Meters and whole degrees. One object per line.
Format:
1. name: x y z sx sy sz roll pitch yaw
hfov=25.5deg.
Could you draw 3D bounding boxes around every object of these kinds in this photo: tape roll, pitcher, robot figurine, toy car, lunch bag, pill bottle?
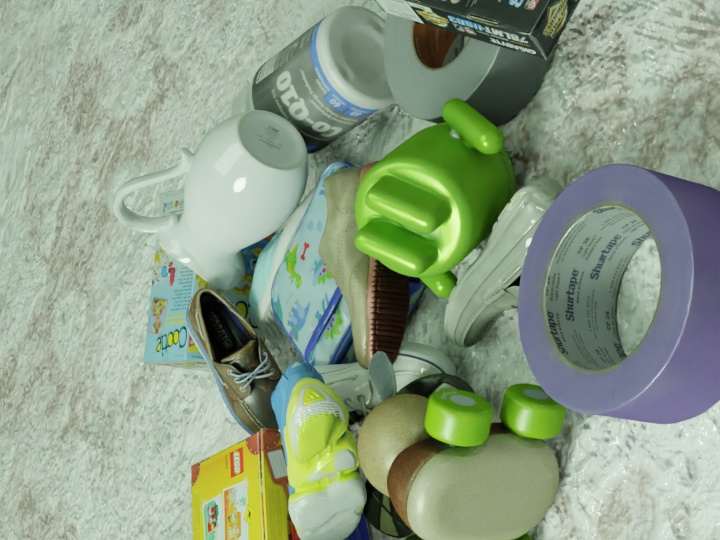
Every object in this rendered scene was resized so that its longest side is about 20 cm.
1. tape roll: 0.222 0.020 1.280 0.200 0.085 0.202 -21 64 52
2. pitcher: -0.158 -0.085 1.684 0.200 0.171 0.122 -50 26 43
3. robot figurine: 0.070 -0.067 1.447 0.115 0.200 0.176 22 119 17
4. toy car: 0.062 0.158 1.400 0.200 0.157 0.165 31 116 50
5. tape roll: 0.106 -0.238 1.538 0.200 0.066 0.202 -23 62 51
6. lunch bag: -0.007 0.001 1.624 0.201 0.082 0.161 -60 42 27
7. pill bottle: -0.049 -0.192 1.707 0.200 0.113 0.115 -28 58 50

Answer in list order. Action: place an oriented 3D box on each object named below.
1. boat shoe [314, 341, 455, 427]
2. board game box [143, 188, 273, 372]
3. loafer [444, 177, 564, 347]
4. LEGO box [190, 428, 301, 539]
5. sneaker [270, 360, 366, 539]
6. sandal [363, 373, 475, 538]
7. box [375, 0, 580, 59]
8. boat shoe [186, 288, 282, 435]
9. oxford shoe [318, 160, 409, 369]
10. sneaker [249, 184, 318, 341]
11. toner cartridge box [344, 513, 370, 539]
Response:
1. boat shoe: 0.002 0.123 1.541 0.199 0.071 0.070 -11 32 36
2. board game box: -0.173 0.012 1.839 0.105 0.102 0.202 -6 76 54
3. loafer: 0.136 0.006 1.423 0.070 0.070 0.201 45 135 18
4. LEGO box: -0.103 0.278 1.610 0.149 0.077 0.201 -30 57 49
5. sneaker: -0.042 0.168 1.514 0.105 0.075 0.201 -114 19 -48
6. sandal: 0.055 0.168 1.501 0.080 0.057 0.202 37 130 16
7. box: 0.130 -0.305 1.433 0.198 0.050 0.201 23 80 36
8. boat shoe: -0.127 0.106 1.708 0.200 0.072 0.072 51 166 14
9. oxford shoe: 0.000 0.000 1.508 0.074 0.070 0.202 -7 77 28
10. sneaker: -0.077 -0.024 1.737 0.201 0.074 0.082 -61 41 23
11. toner cartridge box: -0.038 0.259 1.627 0.095 0.043 0.201 -44 47 42
